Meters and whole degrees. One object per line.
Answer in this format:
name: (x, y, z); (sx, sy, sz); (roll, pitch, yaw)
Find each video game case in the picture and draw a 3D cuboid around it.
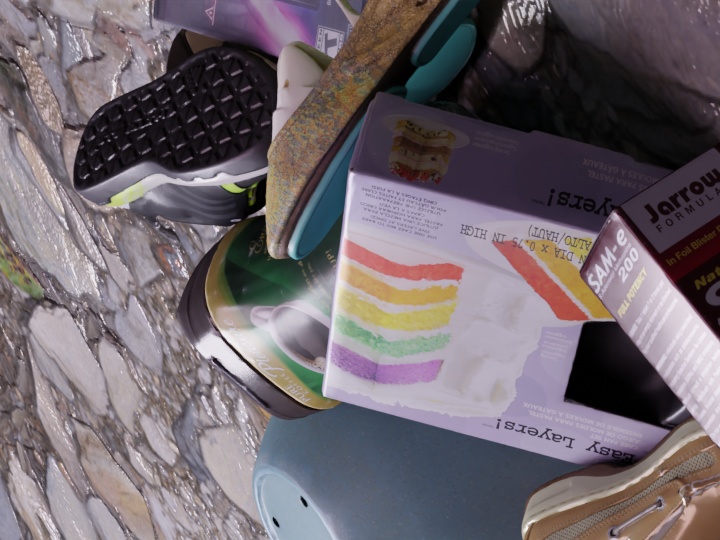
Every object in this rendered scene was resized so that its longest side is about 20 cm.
video game case: (-0.040, -0.179, 1.336); (0.200, 0.019, 0.144); (21, 107, 54)

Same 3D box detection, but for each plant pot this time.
plant pot: (0.021, 0.113, 1.489); (0.200, 0.134, 0.201); (43, 151, 31)

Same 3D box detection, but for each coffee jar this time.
coffee jar: (0.000, 0.000, 1.366); (0.104, 0.086, 0.200); (42, 135, -19)

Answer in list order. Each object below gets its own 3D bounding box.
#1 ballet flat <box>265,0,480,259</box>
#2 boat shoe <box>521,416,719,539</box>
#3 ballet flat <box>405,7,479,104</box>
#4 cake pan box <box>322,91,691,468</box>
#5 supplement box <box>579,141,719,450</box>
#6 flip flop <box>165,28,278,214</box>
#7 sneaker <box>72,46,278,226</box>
ballet flat: (0.002, -0.100, 1.233); (0.071, 0.200, 0.071); (34, -171, -6)
boat shoe: (0.150, 0.120, 1.239); (0.072, 0.076, 0.200); (34, 139, -23)
ballet flat: (0.005, -0.096, 1.361); (0.064, 0.075, 0.200); (64, 156, 20)
cake pan box: (0.087, 0.016, 1.236); (0.199, 0.053, 0.185); (15, 147, 3)
supplement box: (0.194, 0.038, 1.095); (0.200, 0.109, 0.061); (51, 154, 16)
flip flop: (-0.034, -0.062, 1.484); (0.200, 0.081, 0.058); (47, 168, 14)
sneaker: (-0.071, -0.063, 1.399); (0.083, 0.072, 0.200); (23, 165, -30)
